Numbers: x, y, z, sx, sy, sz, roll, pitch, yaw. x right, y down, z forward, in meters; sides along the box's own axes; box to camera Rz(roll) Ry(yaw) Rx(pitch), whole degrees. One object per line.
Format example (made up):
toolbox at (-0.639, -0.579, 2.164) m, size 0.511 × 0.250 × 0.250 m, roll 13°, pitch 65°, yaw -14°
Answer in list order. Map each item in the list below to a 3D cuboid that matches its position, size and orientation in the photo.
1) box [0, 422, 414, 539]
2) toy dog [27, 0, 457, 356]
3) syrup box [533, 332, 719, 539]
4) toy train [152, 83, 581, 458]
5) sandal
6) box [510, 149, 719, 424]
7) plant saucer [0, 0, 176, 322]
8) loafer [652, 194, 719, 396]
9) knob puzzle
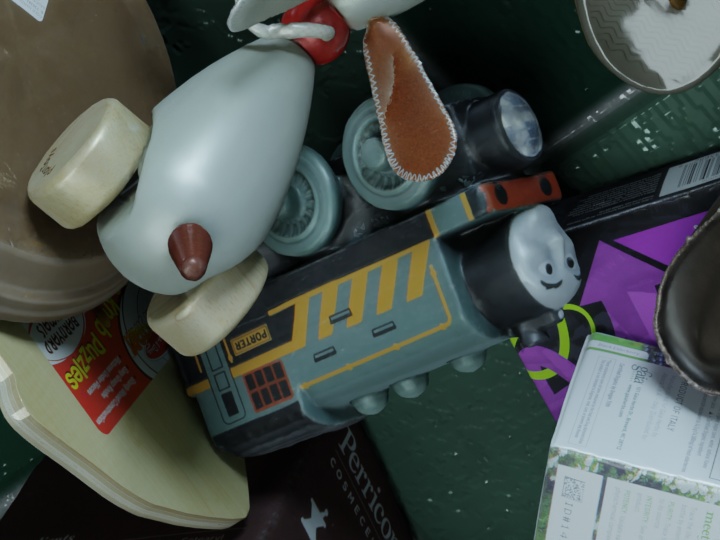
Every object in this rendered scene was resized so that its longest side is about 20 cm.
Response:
box at (-0.077, 0.183, 1.035) m, size 0.164 × 0.200 × 0.166 m, roll -11°, pitch 118°, yaw 27°
toy dog at (-0.032, -0.060, 0.841) m, size 0.132 × 0.096 × 0.200 m, roll 21°, pitch 95°, yaw -24°
syrup box at (0.174, 0.099, 0.915) m, size 0.200 × 0.081 × 0.079 m, roll 13°, pitch 127°, yaw 11°
toy train at (0.000, 0.000, 0.940) m, size 0.200 × 0.085 × 0.114 m, roll -24°, pitch 84°, yaw 34°
sandal at (0.137, -0.143, 0.828) m, size 0.082 × 0.055 × 0.200 m, roll 34°, pitch 127°, yaw -3°
box at (0.151, 0.050, 0.963) m, size 0.143 × 0.036 × 0.200 m, roll -18°, pitch 115°, yaw 30°
plant saucer at (-0.139, -0.079, 0.884) m, size 0.029 × 0.200 × 0.200 m, roll -24°, pitch 111°, yaw 37°
loafer at (0.158, -0.011, 0.826) m, size 0.073 × 0.071 × 0.200 m, roll 50°, pitch 142°, yaw 9°
knob puzzle at (-0.115, 0.028, 0.947) m, size 0.030 × 0.220 × 0.220 m, roll -32°, pitch 107°, yaw 19°
